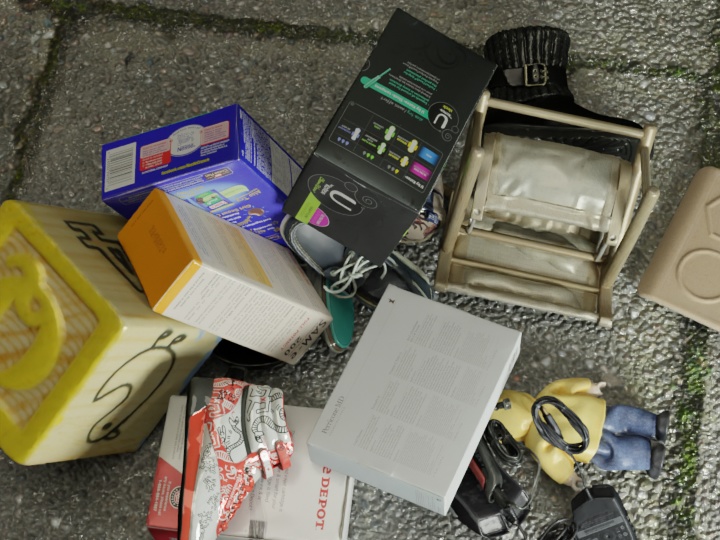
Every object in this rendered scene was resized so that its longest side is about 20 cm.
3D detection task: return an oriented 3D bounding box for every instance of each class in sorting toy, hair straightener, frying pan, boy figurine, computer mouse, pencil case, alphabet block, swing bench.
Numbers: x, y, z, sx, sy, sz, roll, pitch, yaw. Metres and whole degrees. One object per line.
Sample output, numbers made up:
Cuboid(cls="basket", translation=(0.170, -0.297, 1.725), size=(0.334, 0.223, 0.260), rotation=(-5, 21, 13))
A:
Cuboid(cls="sorting toy", translation=(0.433, -0.006, 1.592), size=(0.200, 0.036, 0.185), rotation=(24, 68, 18))
Cuboid(cls="hair straightener", translation=(0.124, 0.160, 1.462), size=(0.077, 0.041, 0.200), rotation=(-41, 52, 13))
Cuboid(cls="frying pan", translation=(-0.111, 0.094, 1.537), size=(0.115, 0.031, 0.190), rotation=(-4, 39, -7))
Cuboid(cls="boy figurine", translation=(0.220, 0.171, 1.501), size=(0.200, 0.064, 0.125), rotation=(8, 66, 8))
Cuboid(cls="computer mouse", translation=(0.109, 0.253, 1.464), size=(0.140, 0.046, 0.200), rotation=(-36, 60, -24))
Cuboid(cls="pencil case", translation=(0.053, -0.136, 1.600), size=(0.078, 0.089, 0.200), rotation=(-6, 70, 16))
Cuboid(cls="computer mouse", translation=(0.227, 0.213, 1.452), size=(0.059, 0.034, 0.200), rotation=(-22, 100, 17))
Cuboid(cls="alphabet block", translation=(-0.294, 0.063, 1.468), size=(0.196, 0.200, 0.195), rotation=(42, 105, 21))
Cuboid(cls="swing bench", translation=(0.198, -0.064, 1.543), size=(0.199, 0.200, 0.130), rotation=(12, 40, 0))

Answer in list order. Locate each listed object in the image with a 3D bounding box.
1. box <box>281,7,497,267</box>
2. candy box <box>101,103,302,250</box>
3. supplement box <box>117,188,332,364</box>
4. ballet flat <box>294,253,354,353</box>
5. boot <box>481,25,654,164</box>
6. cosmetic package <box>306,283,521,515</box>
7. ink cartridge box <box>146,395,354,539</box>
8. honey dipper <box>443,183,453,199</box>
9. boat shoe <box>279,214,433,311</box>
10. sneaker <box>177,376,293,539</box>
Cuboid(cls="box", translation=(0.029, -0.134, 1.469), size=(0.124, 0.149, 0.200), rotation=(29, 64, -3))
Cuboid(cls="candy box", translation=(-0.154, -0.083, 1.540), size=(0.169, 0.200, 0.077), rotation=(-14, 60, 21))
Cuboid(cls="supplement box", translation=(-0.139, 0.009, 1.481), size=(0.074, 0.200, 0.126), rotation=(-49, 44, 16))
Cuboid(cls="ballet flat", translation=(-0.044, 0.005, 1.603), size=(0.064, 0.067, 0.200), rotation=(-15, 61, 27))
Cuboid(cls="boot", translation=(0.240, -0.203, 1.667), size=(0.211, 0.079, 0.158), rotation=(7, 65, 7))
Cuboid(cls="cosmetic package", translation=(0.056, 0.127, 1.446), size=(0.151, 0.052, 0.200), rotation=(21, 63, 14))
Cuboid(cls="ink cartridge box", translation=(-0.106, 0.218, 1.485), size=(0.200, 0.083, 0.147), rotation=(5, 65, 6))
Cuboid(cls="honey dipper", translation=(0.091, -0.094, 1.651), size=(0.200, 0.038, 0.038), rotation=(34, 71, 13))
Cuboid(cls="boat shoe", translation=(0.000, 0.000, 1.536), size=(0.075, 0.200, 0.062), rotation=(-44, 30, 16))
Cuboid(cls="sneaker", translation=(-0.122, 0.206, 1.407), size=(0.108, 0.067, 0.202), rotation=(5, 75, -9))
